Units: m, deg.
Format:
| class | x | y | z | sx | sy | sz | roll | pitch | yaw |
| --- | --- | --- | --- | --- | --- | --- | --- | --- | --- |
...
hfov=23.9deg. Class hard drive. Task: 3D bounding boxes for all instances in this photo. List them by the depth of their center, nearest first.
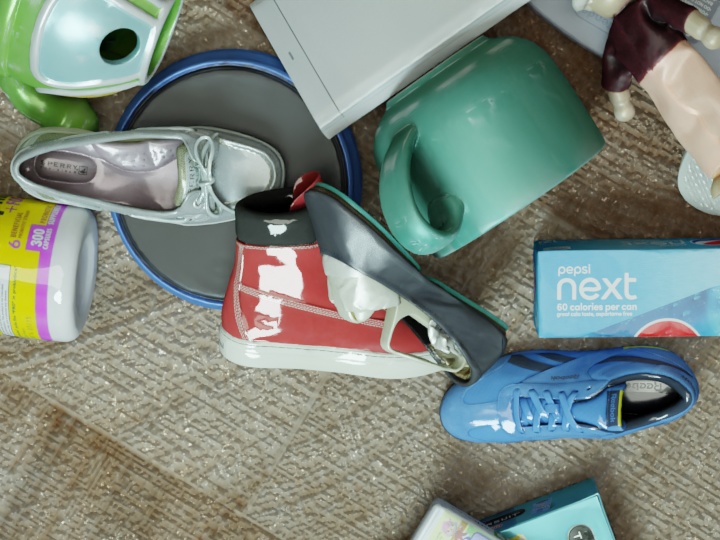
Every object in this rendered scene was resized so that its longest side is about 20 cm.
| class | x | y | z | sx | sy | sz | roll | pitch | yaw |
| --- | --- | --- | --- | --- | --- | --- | --- | --- | --- |
| hard drive | 0.028 | -0.203 | 1.243 | 0.199 | 0.027 | 0.132 | -34 | 59 | 7 |

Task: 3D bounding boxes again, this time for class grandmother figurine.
| class | x | y | z | sx | sy | sz | roll | pitch | yaw |
| --- | --- | --- | --- | --- | --- | --- | --- | --- | --- |
| grandmother figurine | 0.216 | -0.149 | 1.214 | 0.121 | 0.060 | 0.201 | -41 | 81 | 42 |

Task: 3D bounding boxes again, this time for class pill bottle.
| class | x | y | z | sx | sy | sz | roll | pitch | yaw |
| --- | --- | --- | --- | --- | --- | --- | --- | --- | --- |
| pill bottle | -0.304 | -0.008 | 1.280 | 0.198 | 0.104 | 0.105 | 7 | 99 | 1 |

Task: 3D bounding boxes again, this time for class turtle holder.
| class | x | y | z | sx | sy | sz | roll | pitch | yaw |
| --- | --- | --- | --- | --- | --- | --- | --- | --- | --- |
| turtle holder | -0.208 | -0.178 | 1.233 | 0.131 | 0.141 | 0.187 | 23 | 98 | -2 |

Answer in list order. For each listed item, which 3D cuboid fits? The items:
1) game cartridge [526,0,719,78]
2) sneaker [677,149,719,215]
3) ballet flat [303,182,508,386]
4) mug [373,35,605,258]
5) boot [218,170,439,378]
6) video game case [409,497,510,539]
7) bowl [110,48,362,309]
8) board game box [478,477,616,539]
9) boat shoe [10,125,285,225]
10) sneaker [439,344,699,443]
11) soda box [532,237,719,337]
| class | x | y | z | sx | sy | sz | roll | pitch | yaw |
| --- | --- | --- | --- | --- | --- | --- | --- | --- | --- |
| game cartridge | 0.202 | -0.223 | 1.262 | 0.199 | 0.042 | 0.134 | 30 | 103 | -2 |
| sneaker | 0.312 | -0.133 | 1.258 | 0.075 | 0.105 | 0.201 | 32 | 128 | 3 |
| ballet flat | 0.025 | 0.019 | 1.206 | 0.200 | 0.073 | 0.073 | 38 | 99 | -28 |
| mug | 0.082 | -0.095 | 1.210 | 0.151 | 0.185 | 0.115 | -33 | 93 | 11 |
| boot | 0.000 | 0.000 | 1.257 | 0.198 | 0.073 | 0.146 | 3 | 114 | -15 |
| video game case | 0.085 | 0.304 | 1.304 | 0.181 | 0.022 | 0.201 | 30 | 99 | -3 |
| bowl | -0.098 | -0.067 | 1.296 | 0.198 | 0.039 | 0.203 | 0 | 98 | 2 |
| board game box | 0.118 | 0.271 | 1.332 | 0.198 | 0.047 | 0.152 | -21 | 97 | 5 |
| boat shoe | -0.154 | -0.070 | 1.239 | 0.200 | 0.065 | 0.075 | 6 | 99 | -8 |
| sneaker | 0.157 | 0.097 | 1.291 | 0.198 | 0.078 | 0.067 | -8 | 100 | 5 |
| soda box | 0.230 | 0.012 | 1.281 | 0.198 | 0.064 | 0.069 | -1 | 98 | 3 |
